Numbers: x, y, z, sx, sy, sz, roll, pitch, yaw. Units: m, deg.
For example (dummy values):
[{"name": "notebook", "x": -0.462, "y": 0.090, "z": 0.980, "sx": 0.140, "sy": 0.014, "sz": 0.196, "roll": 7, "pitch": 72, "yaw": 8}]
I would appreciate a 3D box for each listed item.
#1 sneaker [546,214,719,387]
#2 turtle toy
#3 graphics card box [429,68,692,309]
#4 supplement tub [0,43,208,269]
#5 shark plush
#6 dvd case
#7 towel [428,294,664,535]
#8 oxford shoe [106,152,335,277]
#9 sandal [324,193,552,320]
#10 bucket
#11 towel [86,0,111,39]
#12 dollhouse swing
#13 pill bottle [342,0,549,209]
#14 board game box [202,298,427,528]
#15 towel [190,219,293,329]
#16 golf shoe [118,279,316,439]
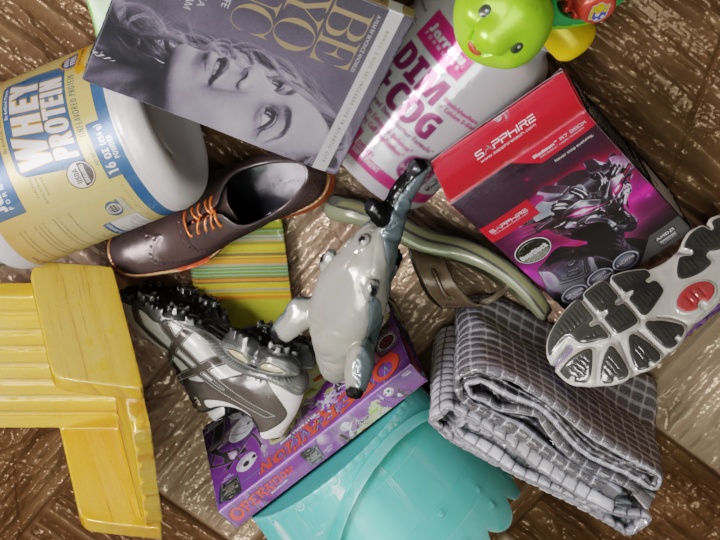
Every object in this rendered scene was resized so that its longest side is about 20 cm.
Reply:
[{"name": "sneaker", "x": 0.237, "y": 0.038, "z": 1.484, "sx": 0.199, "sy": 0.081, "sz": 0.084, "roll": -29, "pitch": 157, "yaw": -14}, {"name": "turtle toy", "x": 0.132, "y": -0.217, "z": 1.293, "sx": 0.146, "sy": 0.101, "sz": 0.200, "roll": 45, "pitch": 75, "yaw": -16}, {"name": "graphics card box", "x": 0.157, "y": -0.057, "z": 1.444, "sx": 0.125, "sy": 0.051, "sz": 0.200, "roll": -34, "pitch": 140, "yaw": 14}, {"name": "supplement tub", "x": -0.235, "y": -0.087, "z": 1.468, "sx": 0.199, "sy": 0.145, "sz": 0.145, "roll": -21, "pitch": 112, "yaw": 14}, {"name": "shark plush", "x": 0.000, "y": 0.000, "z": 1.439, "sx": 0.091, "sy": 0.083, "sz": 0.201, "roll": 23, "pitch": 113, "yaw": 29}, {"name": "dvd case", "x": -0.081, "y": -0.159, "z": 1.329, "sx": 0.199, "sy": 0.016, "sz": 0.149, "roll": 20, "pitch": 127, "yaw": -12}, {"name": "towel", "x": 0.154, "y": 0.110, "z": 1.515, "sx": 0.199, "sy": 0.166, "sz": 0.086, "roll": 29, "pitch": 109, "yaw": -9}, {"name": "oxford shoe", "x": -0.120, "y": -0.050, "z": 1.504, "sx": 0.199, "sy": 0.073, "sz": 0.071, "roll": -26, "pitch": 88, "yaw": 11}, {"name": "sandal", "x": 0.060, "y": -0.003, "z": 1.514, "sx": 0.200, "sy": 0.080, "sz": 0.058, "roll": 23, "pitch": 89, "yaw": 4}, {"name": "bucket", "x": 0.017, "y": 0.191, "z": 1.550, "sx": 0.207, "sy": 0.207, "sz": 0.135, "roll": -37, "pitch": 102, "yaw": 20}, {"name": "towel", "x": -0.105, "y": -0.222, "z": 1.317, "sx": 0.199, "sy": 0.031, "sz": 0.150, "roll": -13, "pitch": 111, "yaw": 11}, {"name": "dollhouse swing", "x": -0.267, "y": 0.115, "z": 1.528, "sx": 0.175, "sy": 0.182, "sz": 0.201, "roll": -11, "pitch": 139, "yaw": -11}, {"name": "pill bottle", "x": 0.070, "y": -0.152, "z": 1.426, "sx": 0.113, "sy": 0.113, "sz": 0.200, "roll": 39, "pitch": 112, "yaw": -13}, {"name": "board game box", "x": -0.041, "y": 0.111, "z": 1.539, "sx": 0.200, "sy": 0.120, "sz": 0.032, "roll": -38, "pitch": 124, "yaw": 10}, {"name": "towel", "x": -0.095, "y": 0.044, "z": 1.589, "sx": 0.086, "sy": 0.018, "sz": 0.201, "roll": -1, "pitch": 116, "yaw": 11}, {"name": "golf shoe", "x": -0.131, "y": 0.072, "z": 1.531, "sx": 0.199, "sy": 0.078, "sz": 0.095, "roll": 24, "pitch": 111, "yaw": 32}]
